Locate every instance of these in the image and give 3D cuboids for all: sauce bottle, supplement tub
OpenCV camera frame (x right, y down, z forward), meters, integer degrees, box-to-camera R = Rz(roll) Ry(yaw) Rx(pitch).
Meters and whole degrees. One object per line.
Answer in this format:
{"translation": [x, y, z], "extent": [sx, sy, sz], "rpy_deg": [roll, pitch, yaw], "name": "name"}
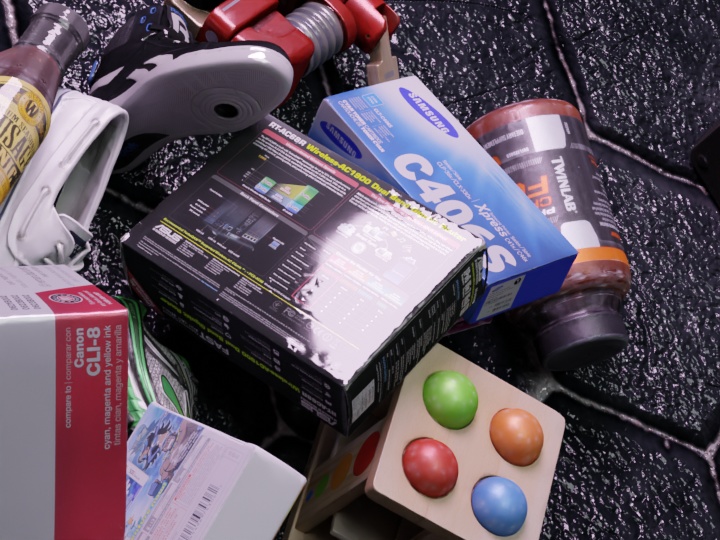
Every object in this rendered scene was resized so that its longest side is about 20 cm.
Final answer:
{"translation": [-0.233, -0.093, 1.208], "extent": [0.066, 0.066, 0.200], "rpy_deg": [33, 54, -12], "name": "sauce bottle"}
{"translation": [0.148, -0.026, 1.487], "extent": [0.107, 0.107, 0.201], "rpy_deg": [-2, 65, -32], "name": "supplement tub"}

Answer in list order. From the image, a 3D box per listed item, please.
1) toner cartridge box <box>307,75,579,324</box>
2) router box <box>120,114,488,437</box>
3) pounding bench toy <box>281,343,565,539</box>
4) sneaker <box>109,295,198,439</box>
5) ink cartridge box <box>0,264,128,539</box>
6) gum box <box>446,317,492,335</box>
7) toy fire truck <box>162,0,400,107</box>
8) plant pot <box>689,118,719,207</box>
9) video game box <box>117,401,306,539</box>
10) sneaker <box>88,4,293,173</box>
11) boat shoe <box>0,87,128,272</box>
{"translation": [0.058, -0.055, 1.384], "extent": [0.095, 0.043, 0.200], "rpy_deg": [-18, 56, -39], "name": "toner cartridge box"}
{"translation": [-0.038, -0.002, 1.268], "extent": [0.200, 0.062, 0.150], "rpy_deg": [32, 60, 24], "name": "router box"}
{"translation": [0.056, 0.115, 1.319], "extent": [0.124, 0.156, 0.200], "rpy_deg": [29, 53, -15], "name": "pounding bench toy"}
{"translation": [-0.131, 0.099, 1.264], "extent": [0.085, 0.078, 0.200], "rpy_deg": [-23, 78, -40], "name": "sneaker"}
{"translation": [-0.251, 0.080, 1.109], "extent": [0.199, 0.145, 0.145], "rpy_deg": [-3, 103, -24], "name": "ink cartridge box"}
{"translation": [0.000, 0.000, 1.385], "extent": [0.200, 0.066, 0.114], "rpy_deg": [-15, 53, -36], "name": "gum box"}
{"translation": [-0.040, -0.165, 1.454], "extent": [0.200, 0.129, 0.176], "rpy_deg": [42, 50, 8], "name": "toy fire truck"}
{"translation": [0.410, -0.102, 1.647], "extent": [0.177, 0.200, 0.200], "rpy_deg": [-27, 81, -27], "name": "plant pot"}
{"translation": [-0.129, 0.183, 1.107], "extent": [0.047, 0.182, 0.200], "rpy_deg": [35, 80, -25], "name": "video game box"}
{"translation": [-0.124, -0.149, 1.328], "extent": [0.073, 0.200, 0.112], "rpy_deg": [39, 48, -37], "name": "sneaker"}
{"translation": [-0.209, -0.026, 1.250], "extent": [0.065, 0.074, 0.201], "rpy_deg": [13, 79, 21], "name": "boat shoe"}
